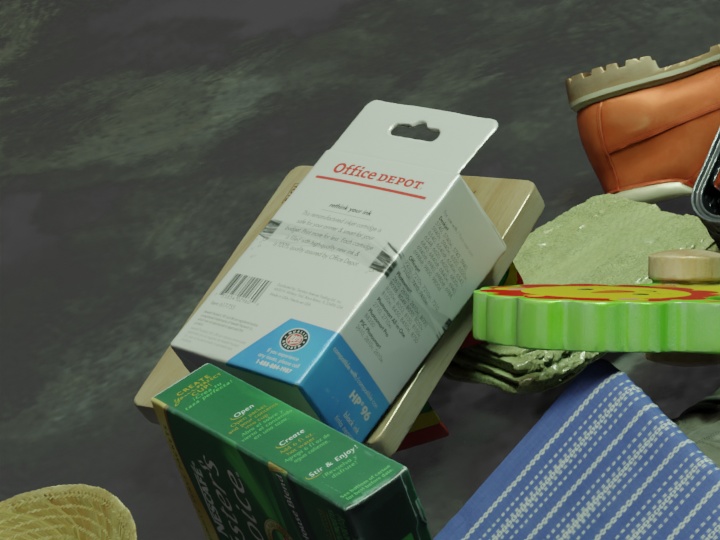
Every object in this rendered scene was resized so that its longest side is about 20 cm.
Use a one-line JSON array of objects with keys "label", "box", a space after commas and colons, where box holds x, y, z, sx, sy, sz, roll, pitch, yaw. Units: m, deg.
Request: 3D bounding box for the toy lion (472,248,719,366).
[{"label": "toy lion", "box": [0.170, 0.026, 1.291, 0.191, 0.069, 0.200, -2, 4, -43]}]

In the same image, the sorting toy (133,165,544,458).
[{"label": "sorting toy", "box": [-0.002, 0.036, 1.425, 0.198, 0.070, 0.200, 6, 52, 42]}]

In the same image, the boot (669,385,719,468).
[{"label": "boot", "box": [0.213, 0.101, 1.214, 0.130, 0.068, 0.200, -25, 24, -24]}]

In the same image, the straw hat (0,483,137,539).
[{"label": "straw hat", "box": [-0.182, 0.210, 1.216, 0.201, 0.085, 0.201, -24, 28, 14]}]

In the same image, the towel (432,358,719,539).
[{"label": "towel", "box": [0.116, 0.136, 1.179, 0.145, 0.024, 0.200, -50, 28, 5]}]

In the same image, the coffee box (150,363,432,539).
[{"label": "coffee box", "box": [-0.029, 0.132, 1.239, 0.044, 0.123, 0.200, -32, 30, -23]}]

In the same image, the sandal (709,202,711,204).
[{"label": "sandal", "box": [0.318, -0.076, 1.516, 0.206, 0.059, 0.079, -15, 25, 4]}]

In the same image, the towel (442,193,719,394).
[{"label": "towel", "box": [0.129, 0.015, 1.477, 0.200, 0.037, 0.148, -32, 28, -25]}]

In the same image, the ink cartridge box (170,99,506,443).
[{"label": "ink cartridge box", "box": [0.000, 0.000, 1.347, 0.116, 0.068, 0.200, 14, 58, 46]}]

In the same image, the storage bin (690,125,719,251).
[{"label": "storage bin", "box": [0.312, -0.052, 1.378, 0.200, 0.094, 0.135, 4, 58, 39]}]

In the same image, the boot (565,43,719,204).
[{"label": "boot", "box": [0.244, -0.099, 1.568, 0.199, 0.108, 0.075, -14, -6, 16]}]
